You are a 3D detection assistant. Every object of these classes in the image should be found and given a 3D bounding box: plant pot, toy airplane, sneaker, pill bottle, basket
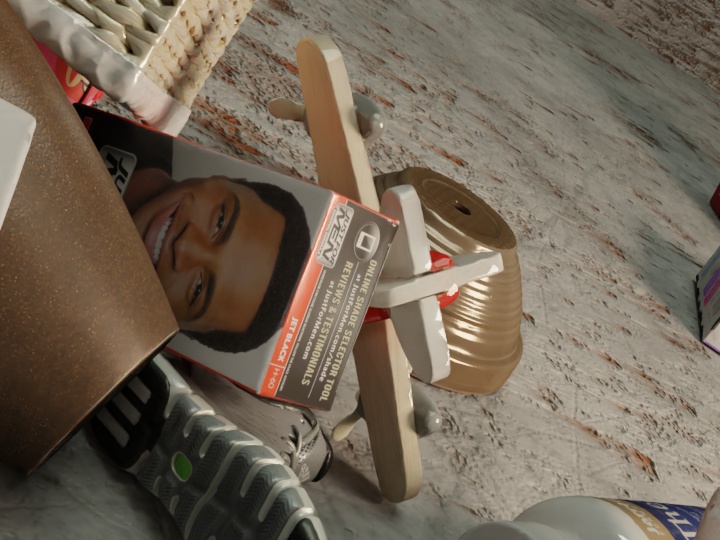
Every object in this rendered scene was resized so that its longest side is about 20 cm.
[{"bbox_3d":[-0.180,-0.016,0.609,0.200,0.187,0.187,47,22,-2],"label":"plant pot"},{"bbox_3d":[0.049,-0.010,1.008,0.199,0.093,0.201,29,21,-12],"label":"plant pot"},{"bbox_3d":[0.000,0.000,0.768,0.199,0.201,0.140,43,36,21],"label":"toy airplane"},{"bbox_3d":[-0.038,0.107,0.666,0.115,0.075,0.200,10,31,-50],"label":"sneaker"},{"bbox_3d":[0.132,0.175,0.713,0.198,0.112,0.111,13,30,-43],"label":"pill bottle"},{"bbox_3d":[-0.148,-0.199,0.763,0.197,0.162,0.200,37,-2,0],"label":"basket"}]

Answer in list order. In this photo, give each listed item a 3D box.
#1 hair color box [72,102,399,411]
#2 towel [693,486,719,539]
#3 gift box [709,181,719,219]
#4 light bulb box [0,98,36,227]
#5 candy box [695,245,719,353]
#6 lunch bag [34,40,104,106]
[{"bbox_3d":[-0.085,-0.012,0.704,0.198,0.103,0.061,20,-1,38],"label":"hair color box"},{"bbox_3d":[0.140,0.213,0.565,0.032,0.194,0.200,4,15,18],"label":"towel"},{"bbox_3d":[0.603,-0.085,1.851,0.184,0.186,0.201,19,28,-11],"label":"gift box"},{"bbox_3d":[-0.202,0.043,0.390,0.124,0.201,0.199,28,22,-17],"label":"light bulb box"},{"bbox_3d":[0.444,0.058,1.456,0.167,0.072,0.200,33,22,-2],"label":"candy box"},{"bbox_3d":[-0.196,-0.201,0.900,0.175,0.201,0.082,31,7,-7],"label":"lunch bag"}]
